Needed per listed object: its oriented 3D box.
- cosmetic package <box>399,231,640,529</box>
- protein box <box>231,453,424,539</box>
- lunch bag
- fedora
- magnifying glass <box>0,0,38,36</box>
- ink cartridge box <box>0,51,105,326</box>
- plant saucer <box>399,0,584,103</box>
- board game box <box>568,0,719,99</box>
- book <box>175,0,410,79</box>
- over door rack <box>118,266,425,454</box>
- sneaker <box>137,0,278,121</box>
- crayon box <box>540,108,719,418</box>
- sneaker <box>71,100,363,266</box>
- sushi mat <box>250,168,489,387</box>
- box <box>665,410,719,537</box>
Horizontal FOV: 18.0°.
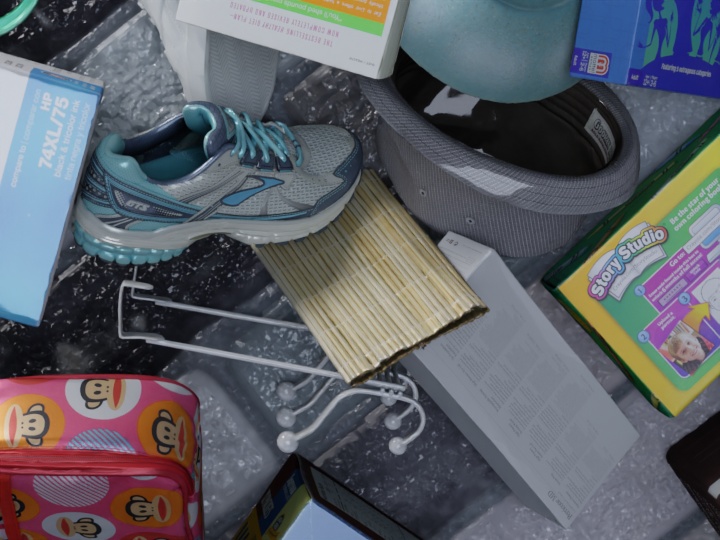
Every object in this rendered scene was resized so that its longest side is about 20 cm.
[{"bbox_3d":[0.093,0.071,1.436,0.083,0.051,0.200,-50,128,-14],"label":"cosmetic package"},{"bbox_3d":[-0.014,0.263,1.455,0.200,0.135,0.199,35,93,-9],"label":"protein box"},{"bbox_3d":[-0.184,0.136,1.396,0.175,0.200,0.082,1,58,0],"label":"lunch bag"},{"bbox_3d":[0.076,-0.079,1.431,0.199,0.177,0.091,29,128,10],"label":"fedora"},{"bbox_3d":[-0.215,-0.240,1.432,0.079,0.022,0.201,25,93,-8],"label":"magnifying glass"},{"bbox_3d":[-0.270,-0.070,1.383,0.199,0.147,0.147,15,96,-8],"label":"ink cartridge box"},{"bbox_3d":[0.091,-0.205,1.387,0.200,0.039,0.202,5,79,-27],"label":"plant saucer"},{"bbox_3d":[0.198,-0.212,1.415,0.045,0.152,0.201,12,98,33],"label":"board game box"},{"bbox_3d":[-0.022,-0.226,1.324,0.133,0.048,0.201,17,101,9],"label":"book"},{"bbox_3d":[-0.061,0.057,1.418,0.199,0.148,0.067,22,98,-6],"label":"over door rack"},{"bbox_3d":[-0.120,-0.180,1.429,0.074,0.115,0.201,-39,135,-36],"label":"sneaker"},{"bbox_3d":[0.231,-0.016,1.484,0.200,0.058,0.119,-43,99,1],"label":"crayon box"},{"bbox_3d":[-0.080,-0.063,1.401,0.199,0.078,0.087,-17,138,-30],"label":"sneaker"},{"bbox_3d":[0.000,0.000,1.398,0.095,0.200,0.012,-31,124,-5],"label":"sushi mat"},{"bbox_3d":[0.322,0.152,1.442,0.166,0.200,0.165,-35,98,-1],"label":"box"}]
